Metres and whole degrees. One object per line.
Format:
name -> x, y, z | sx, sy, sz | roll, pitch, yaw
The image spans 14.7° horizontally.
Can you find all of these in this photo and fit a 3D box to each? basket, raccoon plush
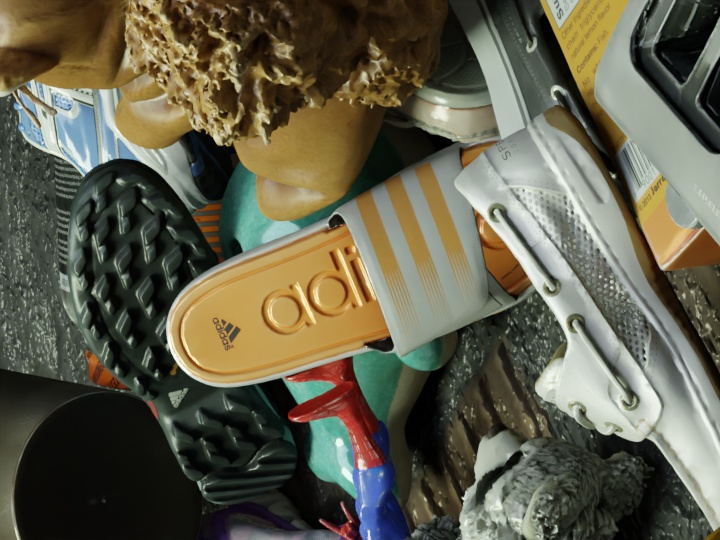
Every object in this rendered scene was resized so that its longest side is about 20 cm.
basket -> -0.181, 0.127, 1.505 | 0.200, 0.135, 0.182 | -13, 78, 56
raccoon plush -> 0.097, 0.164, 1.251 | 0.134, 0.097, 0.200 | -28, 101, 45

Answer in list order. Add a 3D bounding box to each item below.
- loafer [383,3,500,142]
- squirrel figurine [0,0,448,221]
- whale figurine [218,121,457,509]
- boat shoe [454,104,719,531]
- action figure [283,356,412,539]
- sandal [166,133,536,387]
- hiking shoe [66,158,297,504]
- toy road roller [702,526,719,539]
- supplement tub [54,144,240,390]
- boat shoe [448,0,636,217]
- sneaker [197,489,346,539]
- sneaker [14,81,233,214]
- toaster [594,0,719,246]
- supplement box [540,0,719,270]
loafer -> 0.023, -0.099, 1.315 | 0.200, 0.072, 0.063 | -130, 34, -54
squirrel figurine -> -0.070, -0.112, 1.201 | 0.200, 0.186, 0.142 | -5, 74, 63
whale figurine -> -0.016, 0.020, 1.361 | 0.159, 0.103, 0.201 | 29, 122, 55
boat shoe -> 0.103, 0.035, 1.140 | 0.201, 0.069, 0.071 | 61, -175, 3
action figure -> 0.014, 0.135, 1.335 | 0.065, 0.051, 0.201 | -112, -4, -66
sandal -> 0.003, 0.008, 1.262 | 0.079, 0.206, 0.059 | 63, -166, -8
hiking shoe -> -0.096, 0.023, 1.372 | 0.087, 0.074, 0.201 | -112, 1, -57
toy road roller -> 0.120, 0.197, 1.093 | 0.123, 0.146, 0.200 | 51, 140, 8
supplement tub -> -0.101, -0.043, 1.478 | 0.122, 0.122, 0.201 | 12, 105, 59
boat shoe -> 0.083, -0.109, 1.208 | 0.066, 0.070, 0.201 | -31, 62, 36
sneaker -> -0.045, 0.167, 1.457 | 0.200, 0.088, 0.081 | 11, 104, 58
sneaker -> -0.146, -0.105, 1.378 | 0.077, 0.076, 0.201 | -34, 84, 17
toaster -> 0.193, -0.070, 0.944 | 0.181, 0.118, 0.201 | 55, 130, 42
supplement box -> 0.123, -0.102, 1.134 | 0.069, 0.066, 0.201 | -53, 51, 53
